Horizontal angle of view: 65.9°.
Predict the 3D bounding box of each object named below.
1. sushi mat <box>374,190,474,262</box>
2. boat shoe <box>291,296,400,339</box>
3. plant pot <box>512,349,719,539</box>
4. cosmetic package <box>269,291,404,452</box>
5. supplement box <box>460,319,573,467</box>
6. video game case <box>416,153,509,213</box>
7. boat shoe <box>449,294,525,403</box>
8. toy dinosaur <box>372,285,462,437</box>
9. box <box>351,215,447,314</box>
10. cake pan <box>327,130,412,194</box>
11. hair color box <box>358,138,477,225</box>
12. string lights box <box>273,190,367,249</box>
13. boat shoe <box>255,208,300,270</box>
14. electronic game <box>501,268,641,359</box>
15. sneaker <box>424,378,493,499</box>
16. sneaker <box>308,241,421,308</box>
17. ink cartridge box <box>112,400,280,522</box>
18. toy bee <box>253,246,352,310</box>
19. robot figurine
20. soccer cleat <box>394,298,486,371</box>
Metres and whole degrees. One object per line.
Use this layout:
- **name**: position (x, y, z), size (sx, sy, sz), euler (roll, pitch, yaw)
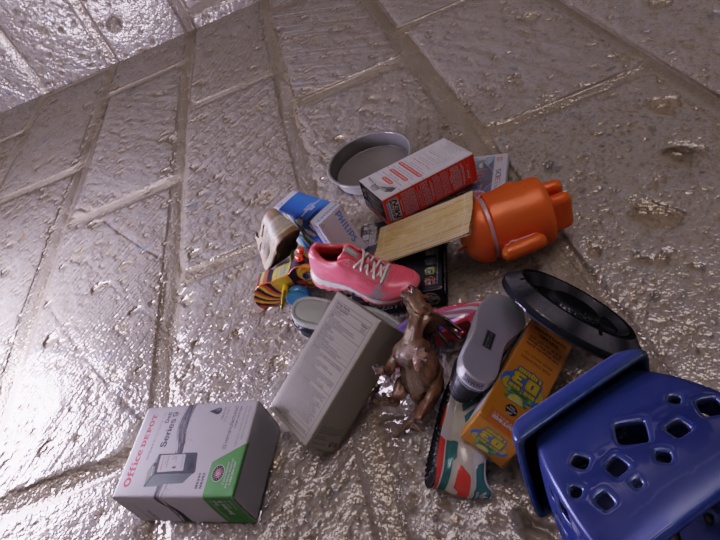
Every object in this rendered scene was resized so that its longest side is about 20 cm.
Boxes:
- **sushi mat**: position (0.104, -0.067, 0.935), size (0.199, 0.012, 0.096), euler (-19, 40, 36)
- **boat shoe**: position (-0.017, 0.096, 0.908), size (0.198, 0.061, 0.076), euler (20, 59, 13)
- **plant pot**: position (0.276, 0.213, 0.567), size (0.199, 0.201, 0.180), euler (-31, 37, -7)
- **cosmetic package**: position (-0.035, 0.146, 0.807), size (0.103, 0.073, 0.201), euler (32, 89, 42)
- **supplement box**: position (0.206, 0.147, 0.711), size (0.066, 0.069, 0.200), euler (34, 52, 12)
- **video game case**: position (0.188, -0.160, 1.099), size (0.198, 0.023, 0.183), euler (-3, 47, 23)
- **boat shoe**: position (0.168, 0.101, 0.757), size (0.068, 0.057, 0.200), euler (34, 39, 10)
- **toy dinosaur**: position (0.086, 0.133, 0.766), size (0.085, 0.202, 0.135), euler (7, 19, 33)
- **box**: position (0.073, -0.014, 0.988), size (0.160, 0.049, 0.201), euler (-11, 43, 20)
- **cake pan**: position (0.023, -0.239, 1.242), size (0.198, 0.037, 0.201), euler (-13, 43, 13)
- **hair color box**: position (0.110, -0.173, 1.069), size (0.199, 0.064, 0.111), euler (-27, 36, -10)
- **string lights box**: position (-0.079, -0.084, 1.053), size (0.059, 0.103, 0.199), euler (-43, 31, -14)
- **boat shoe**: position (-0.162, -0.058, 1.045), size (0.072, 0.200, 0.065), euler (-38, 85, -20)
- **electronic game**: position (0.281, 0.058, 0.744), size (0.200, 0.198, 0.042), euler (50, 121, 46)
- **sneaker**: position (0.149, 0.207, 0.735), size (0.092, 0.071, 0.201), euler (18, 46, 7)
- **sneaker**: position (0.000, 0.000, 0.899), size (0.198, 0.087, 0.074), euler (10, 54, 21)
- **ink cartridge box**: position (-0.236, 0.279, 0.812), size (0.198, 0.084, 0.147), euler (-8, 44, 18)
- **toy bee**: position (-0.115, 0.003, 1.015), size (0.198, 0.109, 0.131), euler (-25, 40, 0)
- **robot figurine**: position (0.248, -0.083, 0.929), size (0.198, 0.117, 0.145), euler (-19, 77, 6)
- **soccer cleat**: position (0.119, 0.081, 0.847), size (0.198, 0.067, 0.077), euler (-26, 56, -7)
